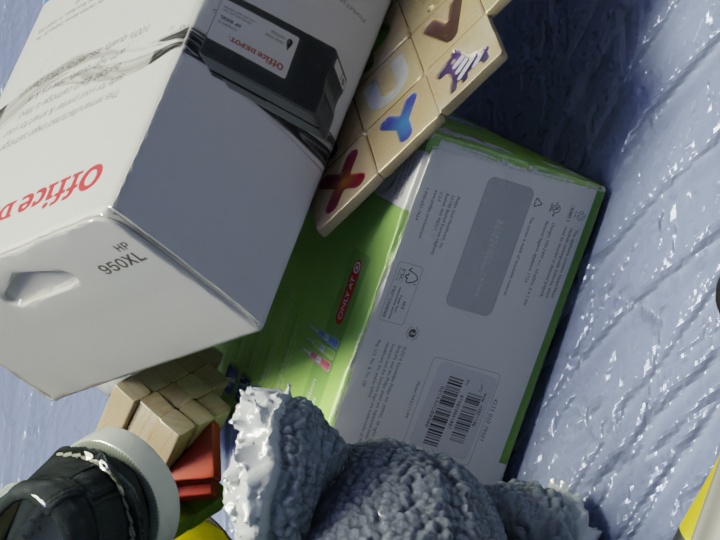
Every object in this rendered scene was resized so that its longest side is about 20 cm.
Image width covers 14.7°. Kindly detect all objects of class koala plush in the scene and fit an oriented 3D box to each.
[{"bbox_3d":[0.000,0.151,0.999,0.184,0.177,0.200,-11,59,65],"label":"koala plush"}]

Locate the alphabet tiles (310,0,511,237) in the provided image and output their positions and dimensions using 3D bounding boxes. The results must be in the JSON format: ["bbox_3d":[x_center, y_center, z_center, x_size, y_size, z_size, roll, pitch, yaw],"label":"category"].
[{"bbox_3d":[0.004,-0.097,1.124,0.166,0.006,0.200,-44,28,17],"label":"alphabet tiles"}]

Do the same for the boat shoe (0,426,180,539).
[{"bbox_3d":[-0.136,0.140,1.054,0.076,0.060,0.200,38,124,20],"label":"boat shoe"}]

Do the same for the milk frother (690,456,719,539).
[{"bbox_3d":[0.145,0.027,0.733,0.180,0.200,0.188,33,107,59],"label":"milk frother"}]

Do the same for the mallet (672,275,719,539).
[{"bbox_3d":[0.115,0.078,0.955,0.066,0.041,0.200,-109,37,-48],"label":"mallet"}]

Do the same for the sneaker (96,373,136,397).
[{"bbox_3d":[-0.130,0.003,1.281,0.074,0.116,0.200,-53,-24,-24],"label":"sneaker"}]

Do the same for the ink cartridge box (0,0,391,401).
[{"bbox_3d":[-0.079,-0.061,1.110,0.145,0.084,0.200,-20,40,47],"label":"ink cartridge box"}]

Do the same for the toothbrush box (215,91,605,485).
[{"bbox_3d":[0.000,0.000,1.157,0.200,0.086,0.146,31,103,62],"label":"toothbrush box"}]

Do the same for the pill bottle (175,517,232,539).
[{"bbox_3d":[-0.074,0.182,1.190,0.200,0.109,0.109,46,118,59],"label":"pill bottle"}]

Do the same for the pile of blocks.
[{"bbox_3d":[-0.103,0.125,1.139,0.062,0.082,0.200,40,104,18],"label":"pile of blocks"}]
